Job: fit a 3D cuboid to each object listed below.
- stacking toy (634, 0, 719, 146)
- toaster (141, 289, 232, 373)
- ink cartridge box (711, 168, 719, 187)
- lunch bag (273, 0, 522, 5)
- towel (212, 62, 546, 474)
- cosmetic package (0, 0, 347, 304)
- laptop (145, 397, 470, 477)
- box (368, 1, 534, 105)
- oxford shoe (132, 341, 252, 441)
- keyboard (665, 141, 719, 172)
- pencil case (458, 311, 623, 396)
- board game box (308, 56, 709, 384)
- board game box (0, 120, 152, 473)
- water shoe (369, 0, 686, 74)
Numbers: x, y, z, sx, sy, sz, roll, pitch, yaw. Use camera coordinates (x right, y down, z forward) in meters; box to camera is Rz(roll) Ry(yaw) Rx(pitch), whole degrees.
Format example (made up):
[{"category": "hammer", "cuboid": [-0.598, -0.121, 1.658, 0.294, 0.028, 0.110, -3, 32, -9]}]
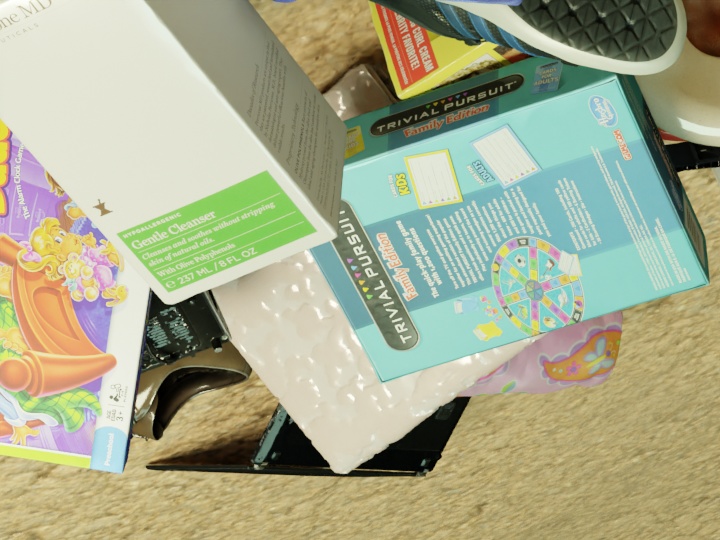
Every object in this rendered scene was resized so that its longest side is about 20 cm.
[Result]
[{"category": "stacking toy", "cuboid": [0.172, -0.124, 1.595, 0.145, 0.147, 0.200, -10, 172, -19]}, {"category": "toaster", "cuboid": [-0.188, -0.001, 1.549, 0.199, 0.119, 0.181, -21, 154, 2]}, {"category": "ink cartridge box", "cuboid": [0.325, -0.095, 1.766, 0.144, 0.084, 0.200, -35, 151, 27]}, {"category": "lunch bag", "cuboid": [0.000, -0.211, 1.273, 0.199, 0.125, 0.170, 5, 149, -12]}, {"category": "towel", "cuboid": [0.000, 0.000, 1.629, 0.200, 0.191, 0.032, -38, -178, 33]}, {"category": "cosmetic package", "cuboid": [-0.102, -0.090, 1.306, 0.107, 0.085, 0.200, -22, 130, 25]}, {"category": "laptop", "cuboid": [-0.025, 0.095, 1.980, 0.177, 0.103, 0.201, 5, 119, -43]}, {"category": "box", "cuboid": [0.102, -0.163, 1.487, 0.199, 0.076, 0.050, -31, 146, 24]}, {"category": "oxford shoe", "cuboid": [-0.164, 0.073, 1.755, 0.199, 0.085, 0.073, -19, 156, 3]}, {"category": "keyboard", "cuboid": [0.171, -0.056, 1.686, 0.104, 0.040, 0.200, -6, 180, -24]}, {"category": "pencil case", "cuboid": [0.081, 0.045, 1.876, 0.199, 0.088, 0.088, -4, 150, -30]}, {"category": "board game box", "cuboid": [0.073, -0.032, 1.510, 0.199, 0.047, 0.151, -17, 126, 16]}, {"category": "board game box", "cuboid": [-0.173, -0.005, 1.425, 0.134, 0.201, 0.045, 8, -174, -2]}, {"category": "water shoe", "cuboid": [0.076, -0.150, 1.427, 0.199, 0.072, 0.079, 22, 168, 10]}]
